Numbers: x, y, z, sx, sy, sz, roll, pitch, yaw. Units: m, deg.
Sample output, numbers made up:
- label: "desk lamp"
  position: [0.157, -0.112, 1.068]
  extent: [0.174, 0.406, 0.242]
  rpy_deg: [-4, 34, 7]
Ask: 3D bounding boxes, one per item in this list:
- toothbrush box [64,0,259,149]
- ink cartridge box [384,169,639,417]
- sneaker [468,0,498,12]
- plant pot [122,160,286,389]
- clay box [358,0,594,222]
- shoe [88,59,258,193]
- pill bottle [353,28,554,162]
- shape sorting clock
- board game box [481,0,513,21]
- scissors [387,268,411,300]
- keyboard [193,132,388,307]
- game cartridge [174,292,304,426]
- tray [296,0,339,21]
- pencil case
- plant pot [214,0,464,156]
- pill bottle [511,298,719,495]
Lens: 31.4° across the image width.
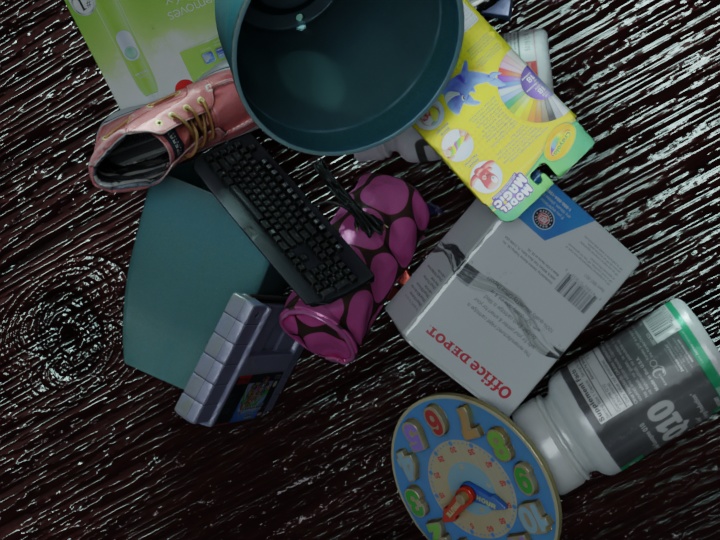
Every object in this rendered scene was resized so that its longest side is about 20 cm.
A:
- label: "toothbrush box"
  position: [-0.176, -0.222, 1.233]
  extent: [0.145, 0.086, 0.201]
  rpy_deg: [-19, 117, 9]
- label: "ink cartridge box"
  position: [0.144, 0.015, 1.236]
  extent: [0.145, 0.084, 0.200]
  rpy_deg: [38, 95, -21]
- label: "sneaker"
  position: [0.065, -0.269, 1.238]
  extent: [0.199, 0.074, 0.080]
  rpy_deg: [-18, 96, 16]
- label: "plant pot"
  position: [-0.153, 0.012, 1.286]
  extent: [0.140, 0.141, 0.201]
  rpy_deg: [22, 101, 8]
- label: "clay box"
  position: [0.107, -0.150, 1.167]
  extent: [0.115, 0.048, 0.200]
  rpy_deg: [-42, 84, 7]
- label: "shoe"
  position: [-0.156, -0.131, 1.180]
  extent: [0.199, 0.091, 0.072]
  rpy_deg: [-19, 118, 9]
- label: "pill bottle"
  position: [0.089, -0.167, 1.252]
  extent: [0.198, 0.114, 0.115]
  rpy_deg: [-6, 91, 9]
- label: "shape sorting clock"
  position: [0.108, 0.213, 1.251]
  extent: [0.199, 0.039, 0.201]
  rpy_deg: [21, 126, 31]
- label: "board game box"
  position: [0.065, -0.342, 1.290]
  extent: [0.198, 0.037, 0.153]
  rpy_deg: [9, 93, 8]
- label: "scissors"
  position: [0.069, 0.027, 1.311]
  extent: [0.199, 0.014, 0.074]
  rpy_deg: [22, 95, 8]
- label: "keyboard"
  position: [-0.054, -0.058, 1.194]
  extent: [0.127, 0.021, 0.200]
  rpy_deg: [-26, 63, -32]
- label: "game cartridge"
  position: [-0.103, 0.087, 1.246]
  extent: [0.038, 0.200, 0.130]
  rpy_deg: [25, 95, 16]
- label: "tray"
  position: [-0.014, -0.290, 1.204]
  extent: [0.107, 0.022, 0.200]
  rpy_deg: [45, 116, -9]
- label: "pencil case"
  position: [0.000, 0.000, 1.237]
  extent: [0.090, 0.201, 0.094]
  rpy_deg: [4, 137, 35]
- label: "plant pot"
  position: [-0.038, -0.231, 1.099]
  extent: [0.199, 0.188, 0.201]
  rpy_deg: [-11, 127, -16]
- label: "pill bottle"
  position: [0.253, 0.125, 1.235]
  extent: [0.199, 0.113, 0.114]
  rpy_deg: [-33, 87, 9]
